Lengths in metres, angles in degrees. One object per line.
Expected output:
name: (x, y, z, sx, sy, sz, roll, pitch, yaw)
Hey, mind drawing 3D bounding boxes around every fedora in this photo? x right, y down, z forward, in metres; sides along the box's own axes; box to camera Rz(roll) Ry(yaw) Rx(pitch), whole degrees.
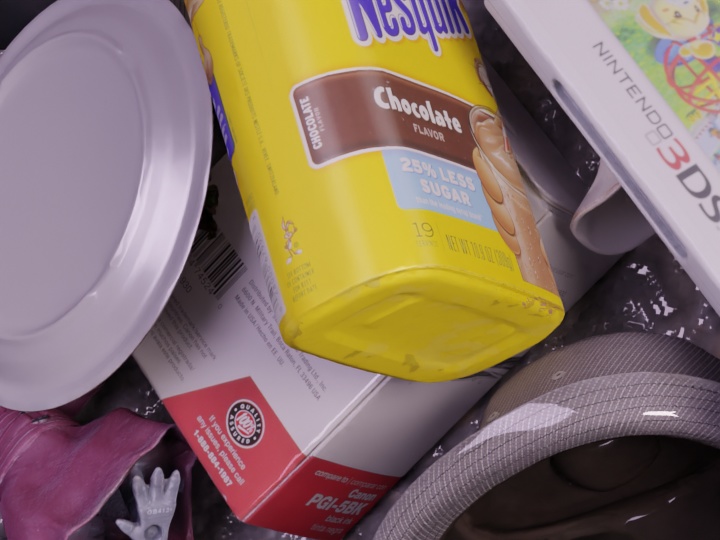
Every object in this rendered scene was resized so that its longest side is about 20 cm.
fedora: (0.093, 0.097, 1.169, 0.200, 0.177, 0.090, -44, 28, 26)

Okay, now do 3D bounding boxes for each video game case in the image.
video game case: (0.180, -0.086, 1.126, 0.200, 0.022, 0.182, -30, 73, -18)

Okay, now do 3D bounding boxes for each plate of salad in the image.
plate of salad: (-0.126, -0.032, 1.299, 0.200, 0.048, 0.201, -19, 62, 42)

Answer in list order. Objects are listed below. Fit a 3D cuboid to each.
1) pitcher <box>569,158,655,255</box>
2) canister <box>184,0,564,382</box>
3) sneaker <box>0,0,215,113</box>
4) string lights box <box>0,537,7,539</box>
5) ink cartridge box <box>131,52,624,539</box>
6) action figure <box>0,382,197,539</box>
pitcher: (0.140, -0.127, 1.210, 0.171, 0.121, 0.200, -16, 69, -3)
canister: (0.000, -0.064, 1.155, 0.086, 0.148, 0.200, -27, 67, 26)
sneaker: (-0.129, -0.127, 1.397, 0.200, 0.106, 0.075, 32, 63, 0)
string lights box: (-0.183, 0.236, 1.359, 0.103, 0.059, 0.200, -35, 62, 23)
ink cartridge box: (0.000, 0.000, 1.280, 0.200, 0.083, 0.147, -45, 58, 17)
action figure: (-0.143, 0.093, 1.364, 0.134, 0.149, 0.200, -34, 37, -15)
